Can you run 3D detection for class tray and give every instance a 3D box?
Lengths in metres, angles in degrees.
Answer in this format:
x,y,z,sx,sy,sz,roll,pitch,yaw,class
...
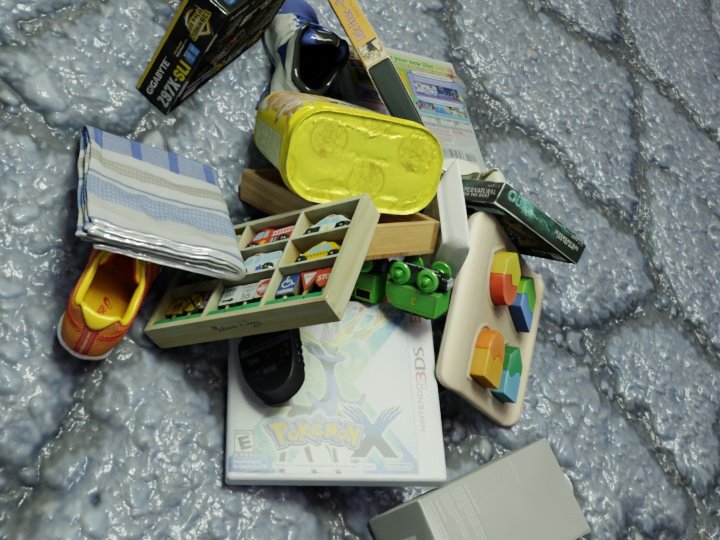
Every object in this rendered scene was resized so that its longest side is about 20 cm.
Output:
x,y,z,sx,sy,sz,roll,pitch,yaw,class
-0.026,-0.060,0.880,0.098,0.037,0.200,-7,23,-39,tray
0.072,-0.015,0.911,0.022,0.200,0.108,3,59,-10,tray

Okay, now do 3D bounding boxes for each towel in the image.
x,y,z,sx,sy,sz,roll,pitch,yaw,class
-0.183,-0.065,0.791,0.147,0.024,0.200,16,27,-26,towel

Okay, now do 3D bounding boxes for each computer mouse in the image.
x,y,z,sx,sy,sz,roll,pitch,yaw,class
-0.085,0.037,0.822,0.034,0.059,0.200,47,27,-52,computer mouse

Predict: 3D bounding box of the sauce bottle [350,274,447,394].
x,y,z,sx,sy,sz,roll,pitch,yaw,class
0.025,0.047,0.919,0.066,0.066,0.200,-22,79,-43,sauce bottle

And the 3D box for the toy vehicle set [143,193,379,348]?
x,y,z,sx,sy,sz,roll,pitch,yaw,class
-0.087,0.002,0.771,0.027,0.200,0.124,55,38,-35,toy vehicle set

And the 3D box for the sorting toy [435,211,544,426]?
x,y,z,sx,sy,sz,roll,pitch,yaw,class
0.150,0.058,0.928,0.200,0.036,0.186,37,63,-54,sorting toy

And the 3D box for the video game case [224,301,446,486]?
x,y,z,sx,sy,sz,roll,pitch,yaw,class
-0.024,0.111,0.820,0.200,0.022,0.183,3,59,-11,video game case

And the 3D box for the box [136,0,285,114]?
x,y,z,sx,sy,sz,roll,pitch,yaw,class
-0.138,-0.272,0.930,0.049,0.160,0.200,43,46,-7,box

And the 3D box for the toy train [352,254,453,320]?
x,y,z,sx,sy,sz,roll,pitch,yaw,class
0.000,0.000,0.866,0.200,0.057,0.042,17,24,27,toy train

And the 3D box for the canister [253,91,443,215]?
x,y,z,sx,sy,sz,roll,pitch,yaw,class
-0.022,-0.124,0.871,0.148,0.087,0.200,7,15,-19,canister

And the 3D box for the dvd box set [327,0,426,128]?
x,y,z,sx,sy,sz,roll,pitch,yaw,class
0.019,-0.232,0.990,0.146,0.029,0.200,54,9,-46,dvd box set

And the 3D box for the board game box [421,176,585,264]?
x,y,z,sx,sy,sz,roll,pitch,yaw,class
0.136,-0.061,0.975,0.135,0.200,0.028,32,81,-31,board game box

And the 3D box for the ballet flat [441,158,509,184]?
x,y,z,sx,sy,sz,roll,pitch,yaw,class
0.142,-0.103,1.099,0.200,0.065,0.071,8,55,-34,ballet flat

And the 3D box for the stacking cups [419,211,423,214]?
x,y,z,sx,sy,sz,roll,pitch,yaw,class
0.094,-0.024,1.028,0.200,0.061,0.061,30,48,-12,stacking cups

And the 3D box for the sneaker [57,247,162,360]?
x,y,z,sx,sy,sz,roll,pitch,yaw,class
-0.203,-0.010,0.768,0.073,0.077,0.200,25,41,-21,sneaker

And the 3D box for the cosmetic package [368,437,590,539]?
x,y,z,sx,sy,sz,roll,pitch,yaw,class
0.120,0.247,0.848,0.200,0.090,0.107,-9,70,-43,cosmetic package

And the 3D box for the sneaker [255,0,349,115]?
x,y,z,sx,sy,sz,roll,pitch,yaw,class
-0.057,-0.252,1.009,0.080,0.115,0.200,21,52,-27,sneaker

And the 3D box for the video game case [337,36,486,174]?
x,y,z,sx,sy,sz,roll,pitch,yaw,class
0.063,-0.211,1.139,0.200,0.022,0.182,4,61,-35,video game case
